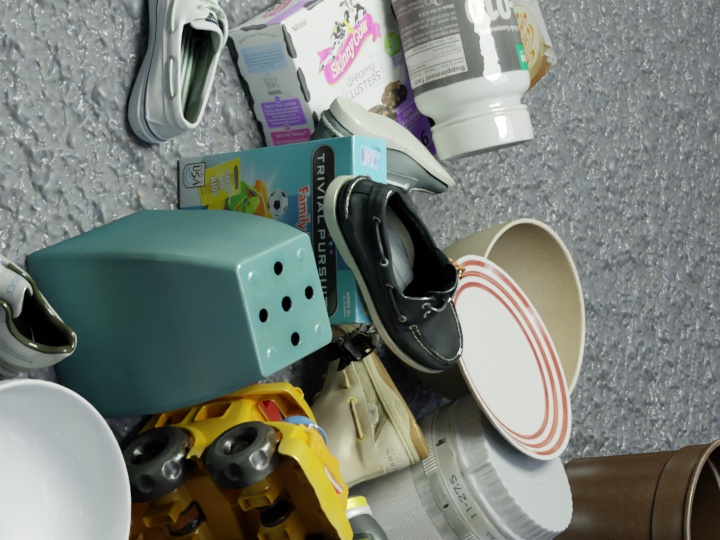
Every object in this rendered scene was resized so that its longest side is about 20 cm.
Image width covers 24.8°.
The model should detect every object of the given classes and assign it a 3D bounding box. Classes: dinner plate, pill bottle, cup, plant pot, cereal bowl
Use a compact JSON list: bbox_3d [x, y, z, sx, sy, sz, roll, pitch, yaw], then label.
[{"bbox_3d":[0.130,0.081,1.492,0.200,0.024,0.201,38,38,-38],"label":"dinner plate"},{"bbox_3d":[0.097,-0.212,1.554,0.113,0.113,0.201,-14,91,-51],"label":"pill bottle"},{"bbox_3d":[0.115,0.053,1.644,0.200,0.143,0.202,5,83,-50],"label":"cup"},{"bbox_3d":[-0.132,0.030,1.292,0.141,0.199,0.142,-26,107,-48],"label":"plant pot"},{"bbox_3d":[0.329,0.290,1.848,0.200,0.197,0.202,7,80,-50],"label":"plant pot"},{"bbox_3d":[-0.268,0.179,1.203,0.200,0.083,0.201,5,83,-51],"label":"cereal bowl"}]

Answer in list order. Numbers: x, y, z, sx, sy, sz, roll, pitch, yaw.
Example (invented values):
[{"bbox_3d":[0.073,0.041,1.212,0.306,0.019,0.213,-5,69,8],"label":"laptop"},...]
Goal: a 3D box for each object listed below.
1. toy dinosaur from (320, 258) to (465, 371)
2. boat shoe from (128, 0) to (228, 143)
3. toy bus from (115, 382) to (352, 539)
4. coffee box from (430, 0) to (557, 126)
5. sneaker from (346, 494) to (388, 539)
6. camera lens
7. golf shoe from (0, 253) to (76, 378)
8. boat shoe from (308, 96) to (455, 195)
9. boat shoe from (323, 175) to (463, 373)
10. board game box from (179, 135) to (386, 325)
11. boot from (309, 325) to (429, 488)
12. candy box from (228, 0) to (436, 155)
[{"bbox_3d":[0.000,0.000,1.456,0.102,0.200,0.136,45,53,-15],"label":"toy dinosaur"},{"bbox_3d":[-0.142,-0.203,1.405,0.073,0.066,0.201,23,69,-48],"label":"boat shoe"},{"bbox_3d":[-0.092,0.155,1.342,0.136,0.199,0.192,66,29,-26],"label":"toy bus"},{"bbox_3d":[0.116,-0.220,1.718,0.200,0.079,0.115,-44,120,-44],"label":"coffee box"},{"bbox_3d":[-0.038,0.292,1.419,0.074,0.085,0.201,3,124,-46],"label":"sneaker"},{"bbox_3d":[0.075,0.218,1.516,0.160,0.200,0.160,42,29,-30],"label":"camera lens"},{"bbox_3d":[-0.281,-0.002,1.192,0.200,0.097,0.079,50,53,-34],"label":"golf shoe"},{"bbox_3d":[0.018,-0.102,1.506,0.062,0.073,0.200,-48,149,13],"label":"boat shoe"},{"bbox_3d":[0.044,0.005,1.301,0.075,0.066,0.200,-53,126,-40],"label":"boat shoe"},{"bbox_3d":[-0.068,-0.027,1.377,0.047,0.199,0.152,3,84,-51],"label":"board game box"},{"bbox_3d":[-0.042,0.136,1.482,0.155,0.200,0.073,-29,131,-5],"label":"boot"},{"bbox_3d":[-0.022,-0.167,1.548,0.168,0.071,0.201,-41,118,-45],"label":"candy box"}]
